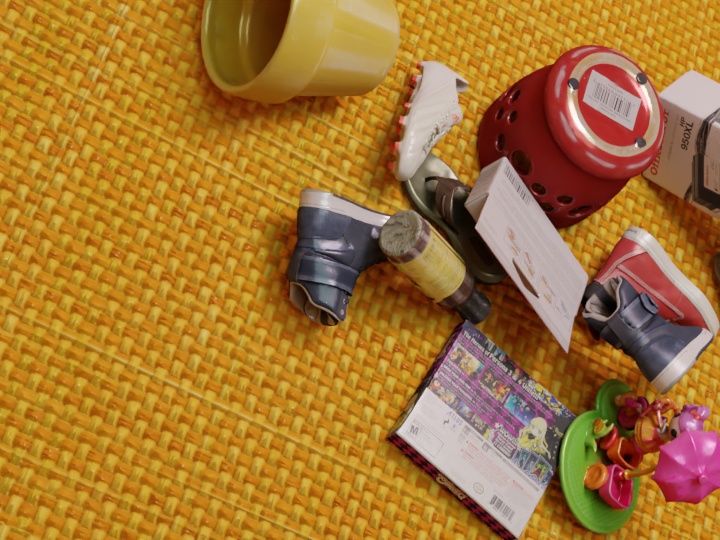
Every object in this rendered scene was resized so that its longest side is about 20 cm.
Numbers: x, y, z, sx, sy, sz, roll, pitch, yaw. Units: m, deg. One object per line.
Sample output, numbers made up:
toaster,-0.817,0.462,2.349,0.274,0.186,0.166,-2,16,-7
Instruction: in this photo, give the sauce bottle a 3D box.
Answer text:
sauce bottle,0.094,0.004,1.531,0.200,0.064,0.066,44,54,-44

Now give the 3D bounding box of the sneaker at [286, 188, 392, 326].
sneaker,-0.001,0.000,1.530,0.200,0.076,0.149,15,79,-35

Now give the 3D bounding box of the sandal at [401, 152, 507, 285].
sandal,0.127,-0.075,1.611,0.079,0.058,0.202,-26,71,-32

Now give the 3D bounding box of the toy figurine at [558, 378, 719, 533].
toy figurine,0.361,0.213,1.547,0.150,0.183,0.202,39,58,-26

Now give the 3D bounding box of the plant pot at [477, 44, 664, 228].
plant pot,0.275,-0.174,1.658,0.197,0.182,0.204,7,72,-22

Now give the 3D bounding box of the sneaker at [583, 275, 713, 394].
sneaker,0.358,0.068,1.605,0.146,0.077,0.202,44,19,13

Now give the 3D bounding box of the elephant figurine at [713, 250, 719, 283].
elephant figurine,0.601,0.001,1.774,0.197,0.156,0.143,-6,53,-18

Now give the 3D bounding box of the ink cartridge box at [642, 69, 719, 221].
ink cartridge box,0.487,-0.153,1.723,0.084,0.146,0.199,-34,53,-30

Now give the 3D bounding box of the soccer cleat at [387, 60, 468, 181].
soccer cleat,0.088,-0.188,1.618,0.076,0.070,0.202,18,51,-1

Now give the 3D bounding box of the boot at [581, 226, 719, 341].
boot,0.376,0.061,1.700,0.200,0.072,0.145,43,80,-21

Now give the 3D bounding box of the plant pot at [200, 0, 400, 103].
plant pot,-0.063,-0.291,1.539,0.187,0.200,0.204,9,68,-40

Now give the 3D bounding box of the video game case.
video game case,0.152,0.192,1.556,0.199,0.036,0.182,40,61,-9

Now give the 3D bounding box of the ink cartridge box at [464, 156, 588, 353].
ink cartridge box,0.199,-0.014,1.583,0.201,0.044,0.177,53,34,-16
